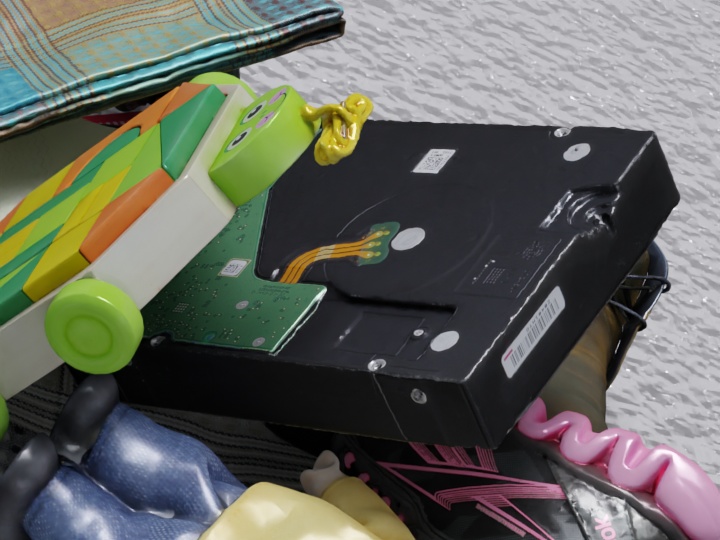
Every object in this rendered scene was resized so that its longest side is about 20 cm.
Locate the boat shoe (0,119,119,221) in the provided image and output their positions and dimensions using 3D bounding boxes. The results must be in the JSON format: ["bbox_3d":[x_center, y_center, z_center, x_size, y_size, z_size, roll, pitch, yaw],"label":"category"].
[{"bbox_3d":[-0.112,-0.029,1.077,0.201,0.063,0.074,-2,67,-25],"label":"boat shoe"}]

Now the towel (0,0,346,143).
[{"bbox_3d":[-0.124,-0.105,1.067,0.199,0.022,0.147,-19,38,-20],"label":"towel"}]

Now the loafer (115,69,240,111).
[{"bbox_3d":[-0.101,-0.104,1.178,0.063,0.072,0.200,-13,8,-11],"label":"loafer"}]

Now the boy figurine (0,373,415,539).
[{"bbox_3d":[-0.027,0.112,0.900,0.200,0.065,0.124,32,46,5],"label":"boy figurine"}]

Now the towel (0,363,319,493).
[{"bbox_3d":[-0.092,0.093,0.961,0.199,0.035,0.193,16,39,-10],"label":"towel"}]

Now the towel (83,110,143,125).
[{"bbox_3d":[-0.075,-0.005,1.144,0.144,0.023,0.200,-7,41,-36],"label":"towel"}]

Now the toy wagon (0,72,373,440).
[{"bbox_3d":[-0.080,-0.017,0.926,0.040,0.200,0.155,47,33,-16],"label":"toy wagon"}]

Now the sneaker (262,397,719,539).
[{"bbox_3d":[0.033,0.086,0.956,0.199,0.079,0.095,22,61,29],"label":"sneaker"}]

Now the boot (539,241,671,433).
[{"bbox_3d":[0.082,0.018,1.081,0.075,0.097,0.200,32,9,-17],"label":"boot"}]

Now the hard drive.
[{"bbox_3d":[0.000,0.000,0.961,0.199,0.038,0.140,5,42,39],"label":"hard drive"}]
